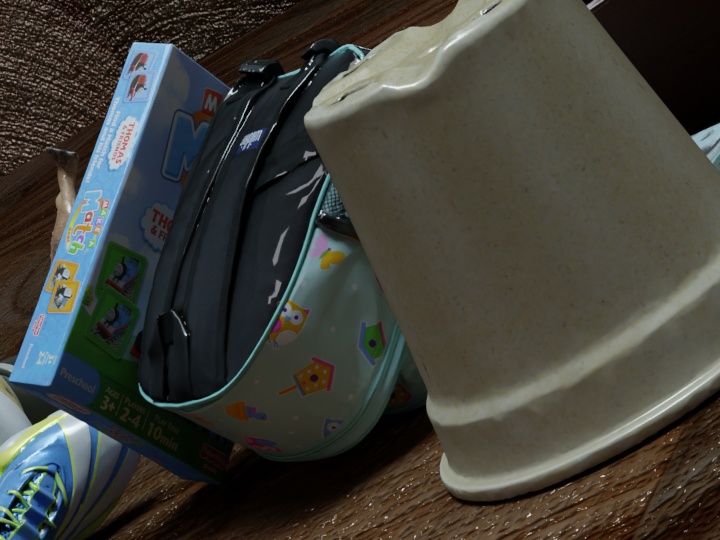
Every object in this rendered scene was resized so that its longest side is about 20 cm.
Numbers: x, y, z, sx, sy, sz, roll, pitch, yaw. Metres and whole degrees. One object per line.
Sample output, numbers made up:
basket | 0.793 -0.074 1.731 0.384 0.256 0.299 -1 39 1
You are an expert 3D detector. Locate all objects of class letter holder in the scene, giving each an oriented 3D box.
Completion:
letter holder | 0.157 -0.154 1.464 0.199 0.142 0.101 -33 51 -4

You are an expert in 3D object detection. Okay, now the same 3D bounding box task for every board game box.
board game box | -0.102 -0.002 1.378 0.036 0.151 0.201 4 69 39

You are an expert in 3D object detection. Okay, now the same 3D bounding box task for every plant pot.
plant pot | 0.076 -0.029 1.120 0.200 0.184 0.201 -31 11 7

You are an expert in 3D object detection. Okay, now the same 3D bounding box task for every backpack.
backpack | -0.024 0.003 1.300 0.175 0.153 0.201 -6 54 58

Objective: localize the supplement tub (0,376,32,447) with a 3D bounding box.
supplement tub | -0.271 0.123 1.547 0.145 0.146 0.200 -34 11 -7

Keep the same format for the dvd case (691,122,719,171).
dvd case | 0.120 -0.018 1.377 0.199 0.022 0.146 -23 15 41

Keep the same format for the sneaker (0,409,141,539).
sneaker | -0.195 0.159 1.407 0.200 0.076 0.105 -42 24 -6

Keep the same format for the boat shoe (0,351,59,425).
boat shoe | -0.201 0.081 1.742 0.201 0.072 0.061 -7 27 49

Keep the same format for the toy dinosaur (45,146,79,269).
toy dinosaur | -0.168 -0.006 1.681 0.085 0.136 0.200 7 5 -38
